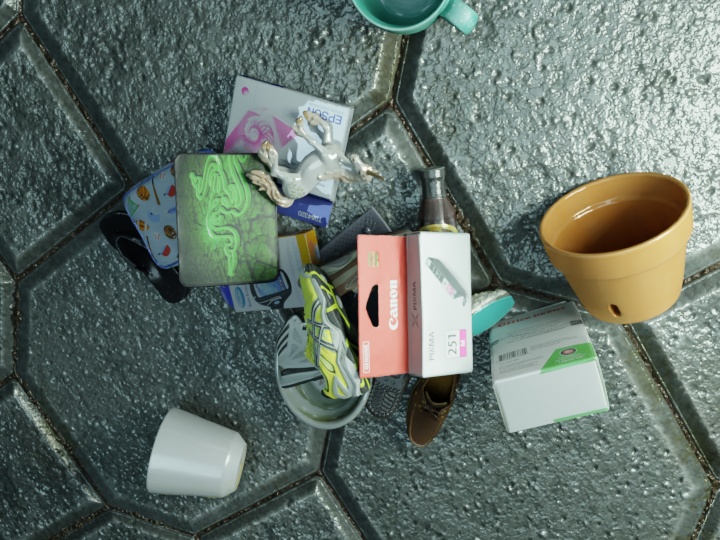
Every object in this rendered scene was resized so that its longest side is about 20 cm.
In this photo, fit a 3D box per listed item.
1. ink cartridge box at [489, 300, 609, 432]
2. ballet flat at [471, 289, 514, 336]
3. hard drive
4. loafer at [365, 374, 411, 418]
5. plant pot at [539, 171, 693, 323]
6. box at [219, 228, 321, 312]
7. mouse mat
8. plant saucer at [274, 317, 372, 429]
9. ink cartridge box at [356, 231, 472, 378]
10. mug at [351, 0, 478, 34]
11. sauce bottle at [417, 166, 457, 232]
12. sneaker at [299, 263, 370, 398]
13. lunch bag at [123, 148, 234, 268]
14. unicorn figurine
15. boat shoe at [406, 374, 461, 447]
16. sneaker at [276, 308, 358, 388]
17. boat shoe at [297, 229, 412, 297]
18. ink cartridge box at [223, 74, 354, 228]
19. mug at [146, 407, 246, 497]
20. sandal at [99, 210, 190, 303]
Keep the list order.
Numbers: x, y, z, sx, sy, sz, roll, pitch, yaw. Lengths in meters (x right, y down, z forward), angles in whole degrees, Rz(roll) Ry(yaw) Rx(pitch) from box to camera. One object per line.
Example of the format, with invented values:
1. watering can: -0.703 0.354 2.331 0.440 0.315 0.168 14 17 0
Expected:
1. ink cartridge box: 0.271 0.135 0.926 0.143 0.200 0.086 -17 105 16
2. ballet flat: 0.151 0.080 0.983 0.198 0.072 0.073 -35 98 -13
3. hard drive: 0.029 0.018 0.998 0.134 0.042 0.203 -36 74 20
4. loafer: 0.064 0.144 1.044 0.072 0.071 0.203 29 93 5
5. plant pot: 0.365 -0.025 0.877 0.196 0.202 0.142 -19 119 16
6. box: -0.155 0.003 1.053 0.195 0.041 0.122 -5 105 27
7. mouse mat: -0.205 -0.078 0.970 0.157 0.008 0.206 -4 95 -21
8. plant saucer: -0.056 0.162 1.064 0.196 0.050 0.206 0 90 31
9. ink cartridge box: 0.079 0.048 0.888 0.170 0.043 0.206 -1 89 -30
10. mug: 0.066 -0.394 0.866 0.149 0.115 0.189 -20 101 16
11. sauce bottle: 0.120 -0.057 0.976 0.064 0.066 0.205 -6 104 14
12. sneaker: -0.054 0.090 0.901 0.075 0.075 0.205 -22 85 13
13. lunch bag: -0.289 -0.095 1.035 0.197 0.076 0.163 -21 104 29
14. unicorn figurine: -0.068 -0.164 0.949 0.197 0.074 0.138 -27 111 31
15. boat shoe: 0.121 0.213 1.049 0.070 0.068 0.204 20 109 6
16. sneaker: -0.063 0.111 0.996 0.197 0.075 0.118 -20 82 32
17. boat shoe: 0.000 0.000 0.955 0.197 0.076 0.073 -25 96 18
18. ink cartridge box: -0.123 -0.187 1.005 0.191 0.043 0.205 16 107 7
19. mug: -0.291 0.347 1.161 0.149 0.187 0.153 12 76 -1
20. sandal: -0.380 -0.027 1.104 0.200 0.043 0.076 45 109 -3
